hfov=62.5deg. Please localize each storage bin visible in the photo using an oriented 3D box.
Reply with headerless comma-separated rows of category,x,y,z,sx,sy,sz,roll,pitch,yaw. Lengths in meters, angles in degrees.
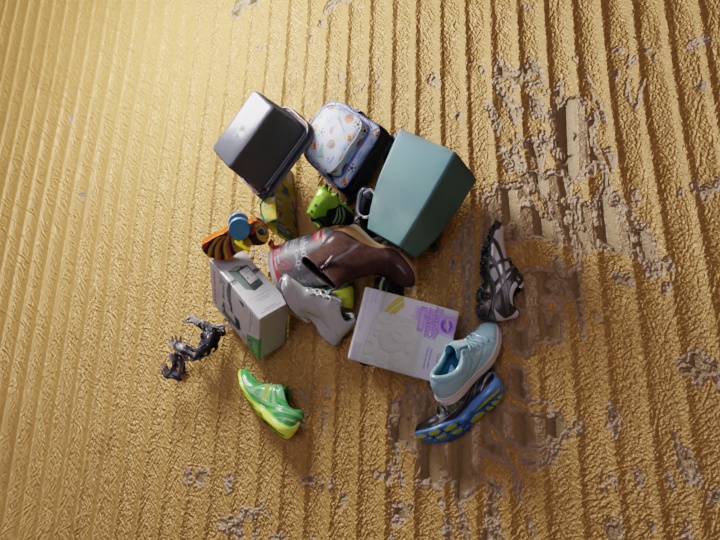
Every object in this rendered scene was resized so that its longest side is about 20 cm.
storage bin,-0.224,-0.288,1.299,0.201,0.134,0.146,-50,60,8

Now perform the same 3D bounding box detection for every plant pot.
plant pot,0.111,-0.142,1.186,0.140,0.141,0.204,29,91,31

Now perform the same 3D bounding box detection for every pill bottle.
pill bottle,-0.095,-0.025,1.312,0.195,0.116,0.119,-17,69,12

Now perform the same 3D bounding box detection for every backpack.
backpack,-0.045,-0.287,1.358,0.190,0.153,0.202,40,94,37

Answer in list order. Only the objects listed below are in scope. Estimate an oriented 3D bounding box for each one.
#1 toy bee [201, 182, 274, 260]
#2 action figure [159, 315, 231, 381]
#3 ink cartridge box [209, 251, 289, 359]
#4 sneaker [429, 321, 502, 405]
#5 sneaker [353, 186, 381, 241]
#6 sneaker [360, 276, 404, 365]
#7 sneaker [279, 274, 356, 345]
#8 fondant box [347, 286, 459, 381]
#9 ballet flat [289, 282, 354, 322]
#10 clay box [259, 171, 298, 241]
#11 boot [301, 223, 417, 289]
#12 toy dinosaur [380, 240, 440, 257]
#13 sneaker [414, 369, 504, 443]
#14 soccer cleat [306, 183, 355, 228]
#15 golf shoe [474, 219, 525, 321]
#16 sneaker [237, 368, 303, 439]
toy bee,-0.241,-0.076,1.284,0.197,0.109,0.132,-30,23,20
action figure,-0.388,0.167,1.367,0.102,0.119,0.199,46,112,-6
ink cartridge box,-0.251,0.071,1.325,0.083,0.148,0.200,-28,58,-32
sneaker,0.202,0.158,1.124,0.073,0.083,0.200,12,50,43
sneaker,0.062,-0.162,1.288,0.075,0.114,0.202,39,92,32
sneaker,0.035,0.102,1.266,0.082,0.071,0.205,15,82,56
sneaker,-0.090,0.069,1.254,0.087,0.199,0.075,-41,27,15
fondant box,0.085,0.128,1.184,0.195,0.058,0.148,14,85,-1
ballet flat,-0.102,0.079,1.321,0.195,0.067,0.069,-14,97,16
clay box,-0.195,-0.162,1.394,0.046,0.115,0.206,-13,70,17
boot,0.000,0.000,1.171,0.198,0.073,0.166,37,46,16
toy dinosaur,0.113,-0.085,1.283,0.197,0.077,0.104,-31,54,16
sneaker,0.187,0.263,1.153,0.199,0.071,0.083,-41,42,9
soccer cleat,-0.066,-0.126,1.285,0.067,0.200,0.082,39,92,17
golf shoe,0.284,0.003,1.187,0.092,0.078,0.206,7,79,5
sneaker,-0.197,0.283,1.302,0.083,0.075,0.199,-40,58,-21
